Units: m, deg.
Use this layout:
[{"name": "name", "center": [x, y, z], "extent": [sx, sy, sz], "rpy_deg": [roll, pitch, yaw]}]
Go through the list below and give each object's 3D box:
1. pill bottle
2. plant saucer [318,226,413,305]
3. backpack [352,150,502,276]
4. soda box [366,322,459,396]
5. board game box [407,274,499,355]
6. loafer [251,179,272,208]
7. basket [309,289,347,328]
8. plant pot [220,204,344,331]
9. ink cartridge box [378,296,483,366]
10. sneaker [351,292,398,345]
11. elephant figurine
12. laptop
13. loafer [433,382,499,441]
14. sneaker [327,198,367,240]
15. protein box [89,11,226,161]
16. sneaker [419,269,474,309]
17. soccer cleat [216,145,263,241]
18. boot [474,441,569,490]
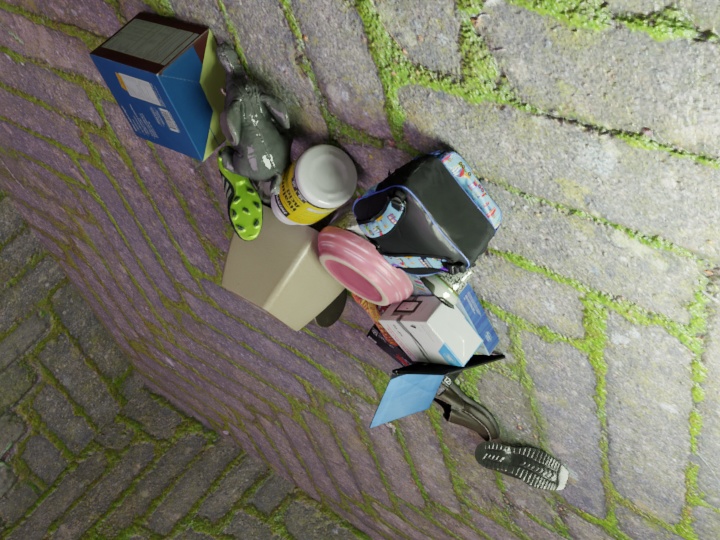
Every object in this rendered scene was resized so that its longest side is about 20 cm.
[{"name": "pill bottle", "center": [-0.091, -0.143, 1.610], "extent": [0.111, 0.111, 0.200], "rpy_deg": [45, 156, -8]}, {"name": "plant saucer", "center": [0.000, 0.000, 1.642], "extent": [0.200, 0.051, 0.201], "rpy_deg": [33, 164, 11]}, {"name": "backpack", "center": [0.092, -0.081, 1.404], "extent": [0.183, 0.135, 0.200], "rpy_deg": [49, 155, -15]}, {"name": "soda box", "center": [0.113, 0.165, 1.865], "extent": [0.200, 0.071, 0.063], "rpy_deg": [40, 155, 5]}, {"name": "board game box", "center": [0.138, 0.055, 1.678], "extent": [0.199, 0.043, 0.200], "rpy_deg": [14, 144, 46]}, {"name": "loafer", "center": [-0.178, -0.174, 1.741], "extent": [0.070, 0.070, 0.200], "rpy_deg": [30, 155, 7]}, {"name": "basket", "center": [-0.140, 0.041, 1.975], "extent": [0.200, 0.136, 0.180], "rpy_deg": [19, 161, 34]}, {"name": "plant pot", "center": [-0.157, 0.002, 1.805], "extent": [0.199, 0.177, 0.200], "rpy_deg": [26, 171, 33]}, {"name": "ink cartridge box", "center": [0.115, 0.109, 1.666], "extent": [0.116, 0.068, 0.200], "rpy_deg": [50, 156, -20]}, {"name": "sneaker", "center": [0.034, 0.058, 1.800], "extent": [0.200, 0.073, 0.077], "rpy_deg": [63, -171, -9]}, {"name": "elephant figurine", "center": [-0.189, -0.259, 1.542], "extent": [0.155, 0.142, 0.200], "rpy_deg": [14, 138, 21]}, {"name": "laptop", "center": [0.144, 0.227, 1.703], "extent": [0.200, 0.187, 0.116], "rpy_deg": [-4, 93, 42]}, {"name": "loafer", "center": [0.211, 0.304, 1.951], "extent": [0.200, 0.071, 0.073], "rpy_deg": [41, 156, 3]}, {"name": "sneaker", "center": [0.004, -0.079, 1.637], "extent": [0.080, 0.076, 0.200], "rpy_deg": [40, 165, -13]}, {"name": "protein box", "center": [-0.343, -0.333, 1.641], "extent": [0.200, 0.135, 0.199], "rpy_deg": [23, 150, 36]}, {"name": "sneaker", "center": [0.129, -0.021, 1.539], "extent": [0.077, 0.089, 0.200], "rpy_deg": [44, -174, -48]}, {"name": "soccer cleat", "center": [-0.230, -0.145, 1.750], "extent": [0.081, 0.067, 0.200], "rpy_deg": [99, 155, -72]}, {"name": "boot", "center": [0.356, 0.422, 1.959], "extent": [0.200, 0.078, 0.138], "rpy_deg": [19, 169, 23]}]
